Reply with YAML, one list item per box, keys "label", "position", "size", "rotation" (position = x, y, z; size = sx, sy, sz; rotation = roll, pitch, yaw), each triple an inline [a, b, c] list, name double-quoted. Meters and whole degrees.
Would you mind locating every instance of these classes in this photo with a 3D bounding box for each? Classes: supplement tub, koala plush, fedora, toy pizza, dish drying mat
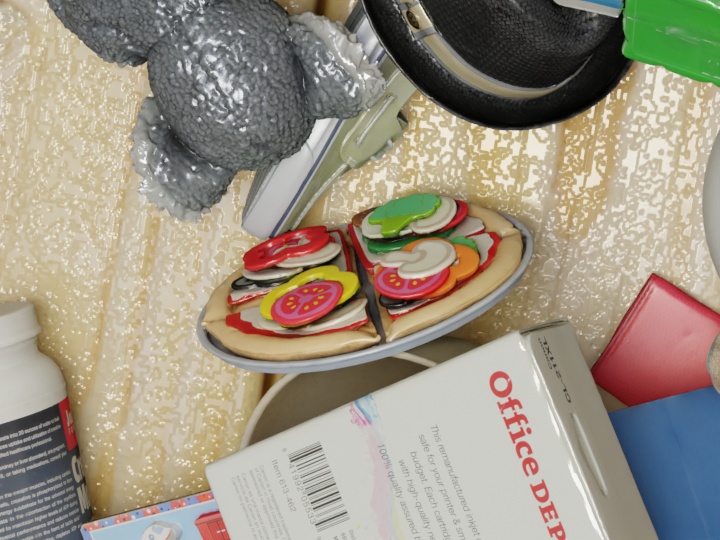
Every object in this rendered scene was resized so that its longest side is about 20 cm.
- label: "supplement tub"
  position: [-0.235, 0.130, 1.494]
  size: [0.139, 0.140, 0.201]
  rotation: [-10, 96, 9]
- label: "koala plush"
  position: [-0.093, -0.141, 1.410]
  size: [0.177, 0.184, 0.201]
  rotation: [-28, 87, 11]
- label: "fedora"
  position: [0.092, -0.183, 1.403]
  size: [0.199, 0.092, 0.202]
  rotation: [2, 85, -19]
- label: "toy pizza"
  position: [0.000, 0.000, 1.417]
  size: [0.199, 0.200, 0.032]
  rotation: [-13, 111, 9]
- label: "dish drying mat"
  position: [0.238, 0.087, 1.488]
  size: [0.199, 0.018, 0.077]
  rotation: [33, 102, 2]

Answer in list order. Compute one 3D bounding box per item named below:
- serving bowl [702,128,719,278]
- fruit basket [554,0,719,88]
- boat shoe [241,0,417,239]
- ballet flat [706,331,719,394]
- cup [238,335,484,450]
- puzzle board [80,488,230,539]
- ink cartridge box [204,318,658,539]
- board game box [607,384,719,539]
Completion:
- label: "serving bowl"
  position: [0.299, -0.037, 1.441]
  size: [0.199, 0.066, 0.201]
  rotation: [1, 97, 6]
- label: "fruit basket"
  position: [0.226, -0.188, 1.343]
  size: [0.184, 0.094, 0.200]
  rotation: [21, 61, 19]
- label: "boat shoe"
  position: [-0.001, -0.096, 1.470]
  size: [0.062, 0.072, 0.201]
  rotation: [30, 105, -11]
- label: "ballet flat"
  position: [0.287, 0.079, 1.411]
  size: [0.199, 0.067, 0.068]
  rotation: [16, 85, -28]
- label: "cup"
  position: [0.047, 0.117, 1.441]
  size: [0.199, 0.143, 0.202]
  rotation: [9, 111, 24]
- label: "puzzle board"
  position: [-0.057, 0.195, 1.427]
  size: [0.199, 0.017, 0.151]
  rotation: [-17, 98, 31]
- label: "ink cartridge box"
  position: [0.041, 0.130, 1.303]
  size: [0.199, 0.083, 0.146]
  rotation: [-24, 84, 23]
- label: "board game box"
  position: [0.183, 0.151, 1.389]
  size: [0.199, 0.039, 0.159]
  rotation: [-12, 77, -33]
